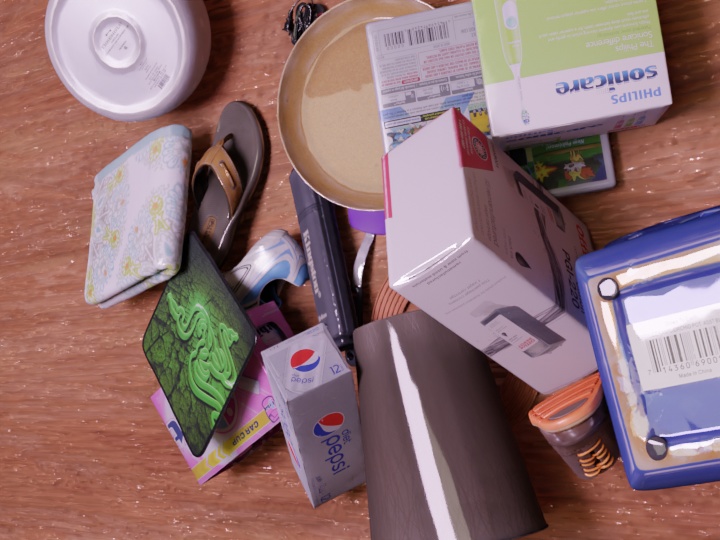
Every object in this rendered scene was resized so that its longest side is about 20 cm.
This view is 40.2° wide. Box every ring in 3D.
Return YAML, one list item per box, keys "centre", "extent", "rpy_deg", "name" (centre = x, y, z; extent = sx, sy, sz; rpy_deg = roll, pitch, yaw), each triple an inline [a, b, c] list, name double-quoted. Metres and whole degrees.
- centre: [0.086, 0.072, 0.955]
  extent: [0.197, 0.019, 0.205]
  rpy_deg: [1, 93, 35]
  name: "ring"

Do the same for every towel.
- centre: [-0.259, -0.058, 1.147]
  extent: [0.198, 0.048, 0.175]
  rpy_deg: [-22, 63, 47]
  name: "towel"

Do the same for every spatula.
- centre: [0.000, 0.000, 1.013]
  extent: [0.056, 0.020, 0.204]
  rpy_deg: [13, 100, 35]
  name: "spatula"

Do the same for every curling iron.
- centre: [-0.040, -0.188, 1.030]
  extent: [0.049, 0.025, 0.204]
  rpy_deg: [-18, 80, 28]
  name: "curling iron"

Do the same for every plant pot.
- centre: [0.273, 0.050, 0.720]
  extent: [0.197, 0.178, 0.204]
  rpy_deg: [-18, 83, 34]
  name: "plant pot"
- centre: [0.017, -0.156, 0.926]
  extent: [0.196, 0.027, 0.205]
  rpy_deg: [-1, 88, 18]
  name: "plant pot"

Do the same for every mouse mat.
- centre: [-0.175, 0.073, 1.039]
  extent: [0.200, 0.007, 0.163]
  rpy_deg: [49, 120, 44]
  name: "mouse mat"

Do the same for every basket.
- centre: [0.067, 0.142, 0.884]
  extent: [0.179, 0.134, 0.204]
  rpy_deg: [-22, 76, 45]
  name: "basket"

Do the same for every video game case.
- centre: [0.113, -0.147, 0.873]
  extent: [0.196, 0.022, 0.186]
  rpy_deg: [-9, 86, 8]
  name: "video game case"

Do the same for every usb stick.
- centre: [-0.039, -0.017, 1.019]
  extent: [0.055, 0.032, 0.204]
  rpy_deg: [-31, 67, 53]
  name: "usb stick"

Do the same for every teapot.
- centre: [-0.248, -0.276, 1.115]
  extent: [0.196, 0.147, 0.201]
  rpy_deg: [-2, 114, 11]
  name: "teapot"

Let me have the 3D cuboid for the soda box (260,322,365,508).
- centre: [-0.040, 0.144, 0.946]
  extent: [0.064, 0.067, 0.202]
  rpy_deg: [56, 164, 38]
  name: "soda box"

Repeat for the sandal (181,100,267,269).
- centre: [-0.161, -0.093, 1.091]
  extent: [0.081, 0.054, 0.203]
  rpy_deg: [20, 88, 34]
  name: "sandal"

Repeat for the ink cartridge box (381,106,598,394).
- centre: [0.113, -0.012, 0.797]
  extent: [0.084, 0.199, 0.148]
  rpy_deg: [-31, 42, 29]
  name: "ink cartridge box"

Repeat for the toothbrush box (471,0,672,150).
- centre: [0.164, -0.214, 0.813]
  extent: [0.143, 0.086, 0.204]
  rpy_deg: [-9, 85, 8]
  name: "toothbrush box"

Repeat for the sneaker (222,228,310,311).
- centre: [-0.133, 0.028, 1.084]
  extent: [0.199, 0.072, 0.073]
  rpy_deg: [-34, 85, 36]
  name: "sneaker"

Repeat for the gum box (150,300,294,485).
- centre: [-0.131, 0.132, 1.061]
  extent: [0.200, 0.066, 0.115]
  rpy_deg: [-41, 77, 38]
  name: "gum box"

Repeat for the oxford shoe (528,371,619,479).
- centre: [0.183, 0.127, 0.786]
  extent: [0.070, 0.200, 0.074]
  rpy_deg: [-28, 79, 12]
  name: "oxford shoe"

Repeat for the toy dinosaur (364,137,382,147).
- centre: [0.047, -0.166, 0.950]
  extent: [0.198, 0.058, 0.103]
  rpy_deg: [31, 108, 31]
  name: "toy dinosaur"
